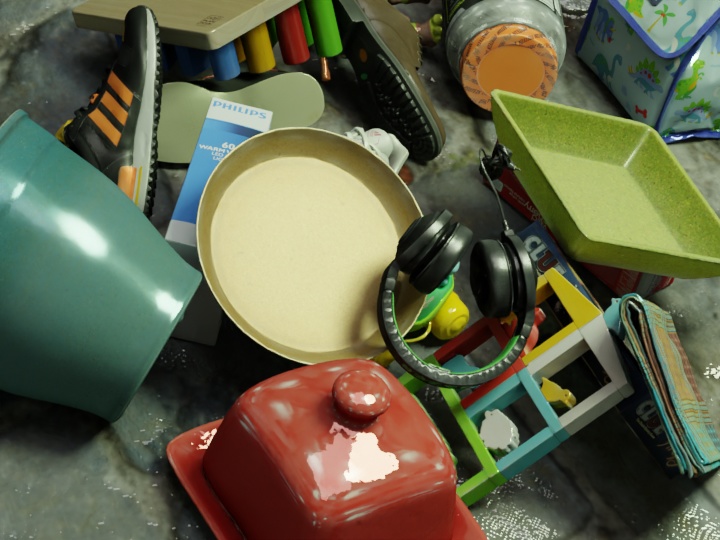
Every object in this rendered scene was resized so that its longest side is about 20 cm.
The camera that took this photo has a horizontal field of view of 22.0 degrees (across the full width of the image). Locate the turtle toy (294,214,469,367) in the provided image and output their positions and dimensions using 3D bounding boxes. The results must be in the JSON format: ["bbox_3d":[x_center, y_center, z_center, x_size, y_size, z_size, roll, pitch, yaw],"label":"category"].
[{"bbox_3d":[0.000,0.000,1.556,0.199,0.101,0.146,-21,53,-33],"label":"turtle toy"}]

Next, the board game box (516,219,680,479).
[{"bbox_3d":[0.202,0.065,1.538,0.035,0.136,0.200,-35,51,6],"label":"board game box"}]

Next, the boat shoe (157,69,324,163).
[{"bbox_3d":[-0.135,-0.142,1.707,0.200,0.074,0.063,-11,8,-15],"label":"boat shoe"}]

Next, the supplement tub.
[{"bbox_3d":[0.144,-0.257,1.880,0.122,0.123,0.201,10,41,-8],"label":"supplement tub"}]

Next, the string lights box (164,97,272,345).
[{"bbox_3d":[-0.125,-0.045,1.563,0.059,0.103,0.201,13,41,-1],"label":"string lights box"}]

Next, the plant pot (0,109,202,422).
[{"bbox_3d":[-0.230,0.012,1.407,0.187,0.200,0.200,31,40,-5],"label":"plant pot"}]

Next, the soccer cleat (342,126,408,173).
[{"bbox_3d":[-0.021,-0.094,1.609,0.070,0.086,0.200,51,19,11],"label":"soccer cleat"}]

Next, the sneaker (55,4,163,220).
[{"bbox_3d":[-0.219,-0.135,1.602,0.089,0.070,0.202,3,80,-4],"label":"sneaker"}]

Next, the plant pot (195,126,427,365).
[{"bbox_3d":[-0.039,-0.017,1.470,0.199,0.027,0.201,8,68,-21],"label":"plant pot"}]

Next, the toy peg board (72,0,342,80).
[{"bbox_3d":[-0.126,-0.230,1.743,0.199,0.098,0.199,14,39,42],"label":"toy peg board"}]

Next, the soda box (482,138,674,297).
[{"bbox_3d":[0.210,-0.060,1.725,0.070,0.064,0.200,-22,54,-39],"label":"soda box"}]

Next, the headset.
[{"bbox_3d":[0.083,-0.004,1.473,0.123,0.094,0.201,19,80,-7],"label":"headset"}]

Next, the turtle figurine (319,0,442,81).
[{"bbox_3d":[0.000,-0.258,1.876,0.160,0.065,0.201,1,52,-18],"label":"turtle figurine"}]

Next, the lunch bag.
[{"bbox_3d":[0.319,-0.255,1.877,0.127,0.201,0.170,-9,47,-28],"label":"lunch bag"}]

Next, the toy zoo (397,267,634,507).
[{"bbox_3d":[0.129,0.085,1.468,0.200,0.020,0.132,-36,50,7],"label":"toy zoo"}]

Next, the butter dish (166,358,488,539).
[{"bbox_3d":[-0.014,0.135,1.366,0.198,0.148,0.200,-15,50,-31],"label":"butter dish"}]

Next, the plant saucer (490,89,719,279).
[{"bbox_3d":[0.216,-0.064,1.619,0.199,0.048,0.201,9,38,-35],"label":"plant saucer"}]

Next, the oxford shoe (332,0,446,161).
[{"bbox_3d":[0.036,-0.199,1.781,0.084,0.073,0.201,-22,78,-36],"label":"oxford shoe"}]

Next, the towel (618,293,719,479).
[{"bbox_3d":[0.251,0.091,1.469,0.148,0.022,0.200,70,15,10],"label":"towel"}]
